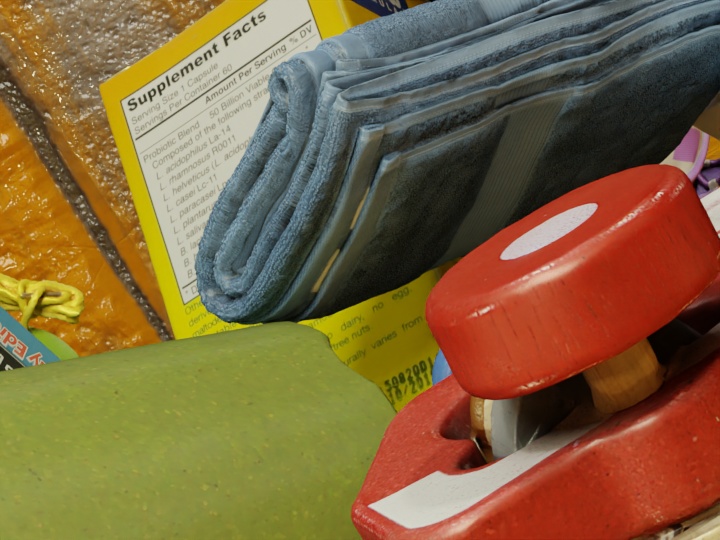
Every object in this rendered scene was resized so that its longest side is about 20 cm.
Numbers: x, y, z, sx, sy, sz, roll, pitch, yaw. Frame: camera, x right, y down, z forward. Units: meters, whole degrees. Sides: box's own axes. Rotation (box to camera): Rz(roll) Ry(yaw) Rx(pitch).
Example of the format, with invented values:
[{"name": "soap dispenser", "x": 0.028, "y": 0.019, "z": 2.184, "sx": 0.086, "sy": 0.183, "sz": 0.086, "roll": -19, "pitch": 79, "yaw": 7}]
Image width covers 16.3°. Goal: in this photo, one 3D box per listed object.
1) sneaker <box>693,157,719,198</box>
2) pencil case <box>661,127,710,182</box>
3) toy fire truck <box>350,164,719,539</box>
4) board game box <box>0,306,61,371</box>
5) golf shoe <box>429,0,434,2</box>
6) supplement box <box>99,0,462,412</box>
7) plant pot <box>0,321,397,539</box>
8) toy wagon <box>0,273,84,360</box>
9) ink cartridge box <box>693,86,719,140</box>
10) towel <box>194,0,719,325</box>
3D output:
[{"name": "sneaker", "x": 0.150, "y": -0.025, "z": 1.173, "sx": 0.199, "sy": 0.084, "sz": 0.081, "roll": -30, "pitch": 4, "yaw": 36}, {"name": "pencil case", "x": 0.065, "y": -0.038, "z": 1.102, "sx": 0.200, "sy": 0.084, "sz": 0.086, "roll": -30, "pitch": 24, "yaw": 51}, {"name": "toy fire truck", "x": 0.086, "y": 0.016, "z": 0.600, "sx": 0.199, "sy": 0.113, "sz": 0.168, "roll": -32, "pitch": 9, "yaw": -10}, {"name": "board game box", "x": -0.159, "y": 0.077, "z": 0.846, "sx": 0.151, "sy": 0.200, "sz": 0.047, "roll": -41, "pitch": 15, "yaw": 27}, {"name": "golf shoe", "x": -0.011, "y": -0.025, "z": 1.065, "sx": 0.073, "sy": 0.092, "sz": 0.201, "roll": -56, "pitch": -10, "yaw": -66}, {"name": "supplement box", "x": 0.000, "y": 0.000, "z": 0.923, "sx": 0.108, "sy": 0.201, "sz": 0.109, "roll": -31, "pitch": -27, "yaw": 24}, {"name": "plant pot", "x": -0.079, "y": 0.100, "z": 0.721, "sx": 0.189, "sy": 0.201, "sz": 0.200, "roll": -19, "pitch": -4, "yaw": -28}, {"name": "toy wagon", "x": -0.124, "y": 0.094, "z": 0.903, "sx": 0.154, "sy": 0.201, "sz": 0.040, "roll": 10, "pitch": 34, "yaw": 8}, {"name": "ink cartridge box", "x": 0.185, "y": -0.058, "z": 0.850, "sx": 0.068, "sy": 0.115, "sz": 0.200, "roll": -63, "pitch": 4, "yaw": -3}, {"name": "towel", "x": 0.041, "y": -0.044, "z": 0.804, "sx": 0.199, "sy": 0.049, "sz": 0.112, "roll": -23, "pitch": -27, "yaw": -40}]
